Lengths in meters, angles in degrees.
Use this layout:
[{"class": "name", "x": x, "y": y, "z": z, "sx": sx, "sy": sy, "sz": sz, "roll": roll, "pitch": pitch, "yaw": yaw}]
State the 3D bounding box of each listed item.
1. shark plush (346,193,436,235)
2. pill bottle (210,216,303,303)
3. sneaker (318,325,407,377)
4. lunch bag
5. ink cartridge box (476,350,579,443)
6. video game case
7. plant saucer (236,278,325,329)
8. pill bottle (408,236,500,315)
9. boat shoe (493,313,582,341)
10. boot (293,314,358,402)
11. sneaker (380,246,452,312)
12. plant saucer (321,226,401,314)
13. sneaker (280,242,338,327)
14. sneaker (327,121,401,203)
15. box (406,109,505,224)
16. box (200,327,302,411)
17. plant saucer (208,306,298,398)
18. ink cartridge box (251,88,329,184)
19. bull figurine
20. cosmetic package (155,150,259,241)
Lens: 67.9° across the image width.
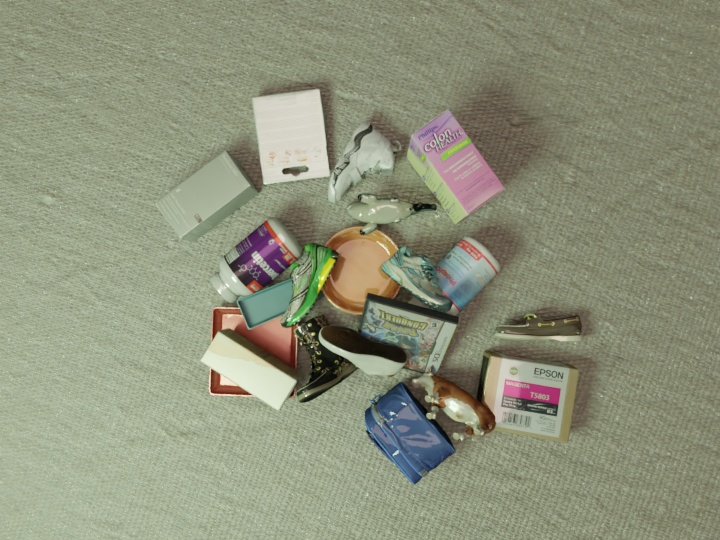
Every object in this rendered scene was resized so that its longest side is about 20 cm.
[{"class": "shark plush", "x": 0.068, "y": -0.148, "z": 1.205, "sx": 0.199, "sy": 0.083, "sz": 0.091, "roll": -15, "pitch": 104, "yaw": 3}, {"class": "pill bottle", "x": -0.233, "y": -0.019, "z": 1.194, "sx": 0.200, "sy": 0.112, "sz": 0.113, "roll": -40, "pitch": 88, "yaw": 0}, {"class": "sneaker", "x": -0.005, "y": 0.187, "z": 1.161, "sx": 0.199, "sy": 0.073, "sz": 0.085, "roll": 22, "pitch": 129, "yaw": -7}, {"class": "lunch bag", "x": 0.092, "y": 0.349, "z": 1.161, "sx": 0.132, "sy": 0.136, "sz": 0.200, "roll": -41, "pitch": 88, "yaw": 0}, {"class": "ink cartridge box", "x": 0.365, "y": 0.278, "z": 1.186, "sx": 0.199, "sy": 0.075, "sz": 0.166, "roll": 9, "pitch": 90, "yaw": 3}, {"class": "video game case", "x": 0.093, "y": 0.145, "z": 1.167, "sx": 0.199, "sy": 0.026, "sz": 0.181, "roll": 15, "pitch": 131, "yaw": 2}, {"class": "plant saucer", "x": -0.174, "y": 0.062, "z": 1.200, "sx": 0.199, "sy": 0.019, "sz": 0.070, "roll": -23, "pitch": 88, "yaw": -22}, {"class": "pill bottle", "x": 0.203, "y": 0.029, "z": 1.181, "sx": 0.109, "sy": 0.109, "sz": 0.200, "roll": 45, "pitch": 89, "yaw": 2}, {"class": "boat shoe", "x": 0.396, "y": 0.128, "z": 1.193, "sx": 0.199, "sy": 0.072, "sz": 0.060, "roll": 1, "pitch": 82, "yaw": -2}, {"class": "boot", "x": -0.097, "y": 0.186, "z": 1.156, "sx": 0.073, "sy": 0.200, "sz": 0.151, "roll": -37, "pitch": 81, "yaw": 36}, {"class": "sneaker", "x": 0.126, "y": 0.011, "z": 1.119, "sx": 0.086, "sy": 0.078, "sz": 0.200, "roll": -52, "pitch": 49, "yaw": 2}, {"class": "plant saucer", "x": 0.000, "y": 0.000, "z": 1.224, "sx": 0.199, "sy": 0.037, "sz": 0.201, "roll": 0, "pitch": 88, "yaw": 3}, {"class": "sneaker", "x": -0.126, "y": 0.033, "z": 1.172, "sx": 0.085, "sy": 0.078, "sz": 0.201, "roll": 27, "pitch": 82, "yaw": -5}, {"class": "sneaker", "x": 0.009, "y": -0.228, "z": 1.210, "sx": 0.115, "sy": 0.075, "sz": 0.201, "roll": 27, "pitch": 86, "yaw": 5}, {"class": "box", "x": 0.198, "y": -0.215, "z": 1.155, "sx": 0.097, "sy": 0.176, "sz": 0.200, "roll": -36, "pitch": 87, "yaw": 1}, {"class": "box", "x": -0.234, "y": 0.212, "z": 1.162, "sx": 0.200, "sy": 0.095, "sz": 0.078, "roll": 32, "pitch": 89, "yaw": 1}, {"class": "plant saucer", "x": -0.242, "y": 0.185, "z": 1.226, "sx": 0.199, "sy": 0.037, "sz": 0.201, "roll": 2, "pitch": 89, "yaw": 2}, {"class": "ink cartridge box", "x": -0.157, "y": -0.308, "z": 1.240, "sx": 0.161, "sy": 0.050, "sz": 0.201, "roll": -7, "pitch": 96, "yaw": 1}, {"class": "bull figurine", "x": 0.192, "y": 0.282, "z": 1.131, "sx": 0.199, "sy": 0.121, "sz": 0.065, "roll": 28, "pitch": 117, "yaw": 19}, {"class": "cosmetic package", "x": -0.344, "y": -0.167, "z": 1.215, "sx": 0.200, "sy": 0.090, "sz": 0.107, "roll": -39, "pitch": 85, "yaw": 3}]
